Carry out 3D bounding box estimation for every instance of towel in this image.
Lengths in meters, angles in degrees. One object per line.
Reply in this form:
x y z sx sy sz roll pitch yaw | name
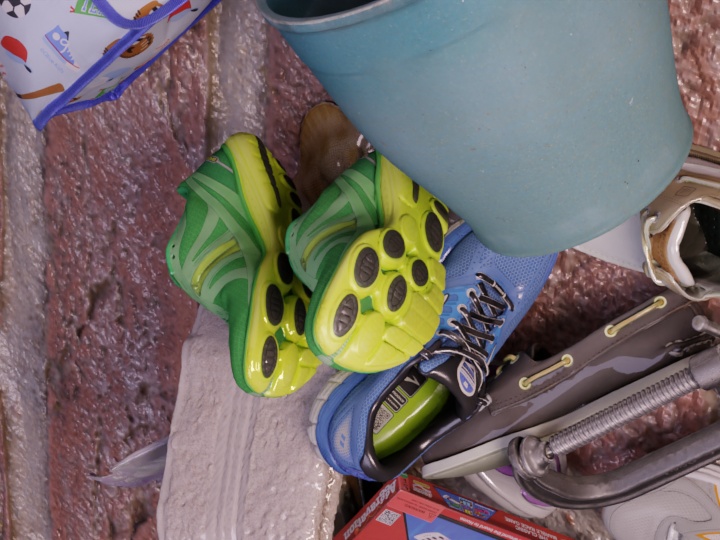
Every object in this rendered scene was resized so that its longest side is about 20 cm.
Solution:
-0.060 0.085 1.204 0.132 0.034 0.200 2 78 39 | towel

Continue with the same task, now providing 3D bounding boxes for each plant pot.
0.078 -0.118 1.013 0.200 0.200 0.188 -5 129 43 | plant pot

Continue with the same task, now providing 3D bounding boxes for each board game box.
0.077 0.196 1.229 0.200 0.019 0.103 24 126 -25 | board game box

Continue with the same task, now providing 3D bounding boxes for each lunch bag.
-0.173 -0.214 1.213 0.200 0.124 0.170 -35 92 34 | lunch bag

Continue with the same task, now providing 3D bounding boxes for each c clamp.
0.162 0.085 1.093 0.200 0.171 0.027 -34 55 32 | c clamp

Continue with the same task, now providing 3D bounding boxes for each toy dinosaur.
-0.017 -0.055 1.239 0.200 0.058 0.101 -43 71 41 | toy dinosaur

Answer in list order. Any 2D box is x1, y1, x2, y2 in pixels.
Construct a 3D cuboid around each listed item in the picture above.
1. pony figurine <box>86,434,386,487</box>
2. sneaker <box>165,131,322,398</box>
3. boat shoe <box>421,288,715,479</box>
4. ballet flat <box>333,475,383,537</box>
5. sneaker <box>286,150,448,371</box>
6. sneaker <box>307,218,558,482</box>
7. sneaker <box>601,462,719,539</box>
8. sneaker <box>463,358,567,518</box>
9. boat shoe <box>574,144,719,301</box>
-0.066 0.128 1.342 0.193 0.167 0.200 -36 87 16 | pony figurine
-0.072 0.005 1.171 0.084 0.200 0.074 -30 134 19 | sneaker
0.119 0.070 1.148 0.201 0.072 0.061 -25 76 23 | boat shoe
-0.019 0.131 1.239 0.068 0.068 0.200 -6 107 36 | ballet flat
0.000 0.000 1.090 0.084 0.200 0.074 -28 112 25 | sneaker
0.057 0.047 1.125 0.079 0.200 0.089 39 176 -26 | sneaker
0.224 0.178 1.140 0.200 0.092 0.076 16 126 34 | sneaker
0.057 0.085 1.255 0.200 0.075 0.100 48 152 11 | sneaker
0.184 -0.025 1.057 0.200 0.068 0.075 2 118 41 | boat shoe
